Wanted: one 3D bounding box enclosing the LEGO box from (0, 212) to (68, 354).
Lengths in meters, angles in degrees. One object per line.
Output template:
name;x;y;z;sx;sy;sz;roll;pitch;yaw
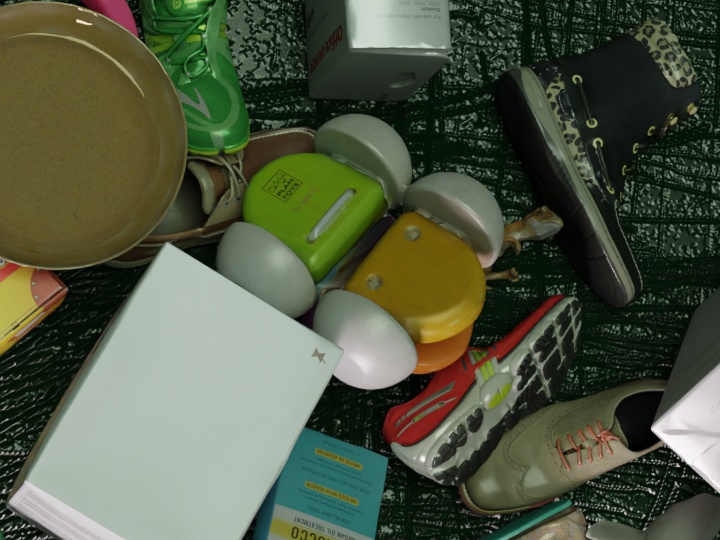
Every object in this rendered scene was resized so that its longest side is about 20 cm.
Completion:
LEGO box;-0.334;0.025;1.497;0.200;0.077;0.149;-40;90;-17

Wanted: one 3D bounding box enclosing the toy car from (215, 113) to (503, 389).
toy car;0.000;0.000;1.539;0.199;0.150;0.175;33;65;16

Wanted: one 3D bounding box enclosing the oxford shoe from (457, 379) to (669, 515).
oxford shoe;0.167;0.128;1.599;0.199;0.075;0.071;-25;87;-16

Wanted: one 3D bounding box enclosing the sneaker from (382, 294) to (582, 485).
sneaker;0.093;0.075;1.596;0.085;0.077;0.200;29;54;33

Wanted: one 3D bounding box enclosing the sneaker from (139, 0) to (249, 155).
sneaker;-0.131;-0.175;1.561;0.073;0.084;0.202;-12;65;-11

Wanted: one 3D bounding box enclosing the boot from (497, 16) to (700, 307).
boot;0.214;-0.091;1.655;0.153;0.073;0.205;-25;88;-20

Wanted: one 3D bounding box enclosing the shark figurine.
shark figurine;0.236;0.263;1.570;0.127;0.089;0.217;18;70;-32

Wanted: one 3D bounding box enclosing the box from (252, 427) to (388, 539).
box;-0.038;0.212;1.502;0.082;0.049;0.201;20;46;-10

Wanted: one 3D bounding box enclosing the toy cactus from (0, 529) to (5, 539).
toy cactus;-0.267;0.226;1.475;0.163;0.102;0.202;-5;73;-22

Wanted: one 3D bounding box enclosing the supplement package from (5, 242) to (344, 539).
supplement package;-0.136;0.113;1.465;0.146;0.200;0.192;31;74;-6

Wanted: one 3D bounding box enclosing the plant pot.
plant pot;-0.223;-0.094;1.500;0.198;0.027;0.202;5;72;-17

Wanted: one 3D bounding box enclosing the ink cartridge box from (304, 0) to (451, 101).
ink cartridge box;0.009;-0.242;1.595;0.084;0.145;0.202;-2;80;-14

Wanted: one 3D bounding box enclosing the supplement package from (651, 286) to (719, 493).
supplement package;0.316;0.075;1.571;0.120;0.121;0.200;41;32;-3

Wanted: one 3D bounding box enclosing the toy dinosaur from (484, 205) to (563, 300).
toy dinosaur;0.058;-0.014;1.620;0.198;0.061;0.107;1;48;-9

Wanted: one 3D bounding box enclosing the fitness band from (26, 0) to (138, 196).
fitness band;-0.235;-0.144;1.554;0.142;0.037;0.202;9;66;-18

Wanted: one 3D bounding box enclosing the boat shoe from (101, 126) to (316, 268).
boat shoe;-0.111;-0.057;1.569;0.199;0.072;0.076;-26;86;-17

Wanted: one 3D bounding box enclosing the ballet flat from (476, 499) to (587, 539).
ballet flat;0.088;0.235;1.567;0.198;0.068;0.068;-19;91;-14
